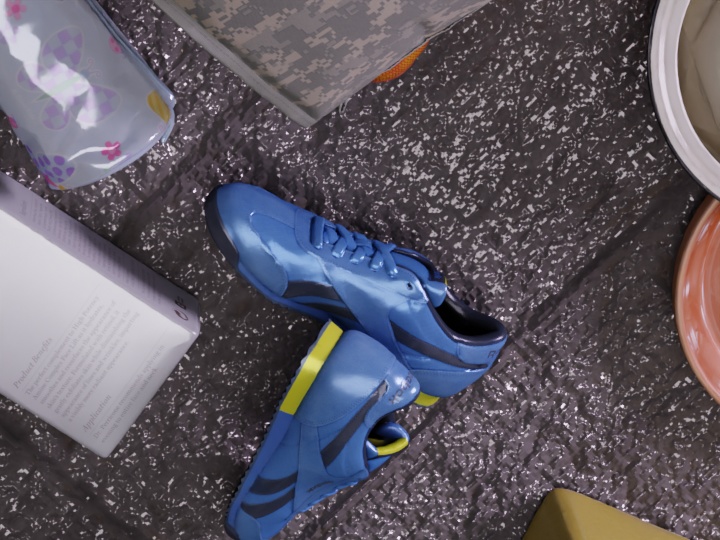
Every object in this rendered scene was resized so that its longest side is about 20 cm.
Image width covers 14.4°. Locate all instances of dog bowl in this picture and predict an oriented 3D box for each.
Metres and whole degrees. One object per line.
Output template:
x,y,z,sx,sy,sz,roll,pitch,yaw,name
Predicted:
0.260,-0.125,1.658,0.199,0.074,0.201,0,95,-2,dog bowl

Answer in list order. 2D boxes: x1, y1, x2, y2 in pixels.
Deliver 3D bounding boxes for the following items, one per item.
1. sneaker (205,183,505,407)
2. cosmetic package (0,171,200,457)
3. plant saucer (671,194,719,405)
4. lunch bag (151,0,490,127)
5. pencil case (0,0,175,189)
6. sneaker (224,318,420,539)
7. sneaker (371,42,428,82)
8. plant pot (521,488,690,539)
0.000,0.000,1.684,0.200,0.066,0.078,37,126,-20,sneaker
-0.203,0.012,1.682,0.200,0.074,0.102,35,102,-13,cosmetic package
0.289,0.009,1.747,0.199,0.032,0.201,-1,109,-4,plant saucer
-0.020,-0.181,1.540,0.164,0.118,0.200,-34,136,13,lunch bag
-0.188,-0.144,1.623,0.091,0.083,0.200,-34,109,-8,pencil case
-0.023,0.113,1.694,0.078,0.066,0.200,29,136,1,sneaker
0.045,-0.196,1.630,0.073,0.077,0.201,24,107,-15,sneaker
0.173,0.286,1.743,0.195,0.200,0.195,23,106,-12,plant pot
